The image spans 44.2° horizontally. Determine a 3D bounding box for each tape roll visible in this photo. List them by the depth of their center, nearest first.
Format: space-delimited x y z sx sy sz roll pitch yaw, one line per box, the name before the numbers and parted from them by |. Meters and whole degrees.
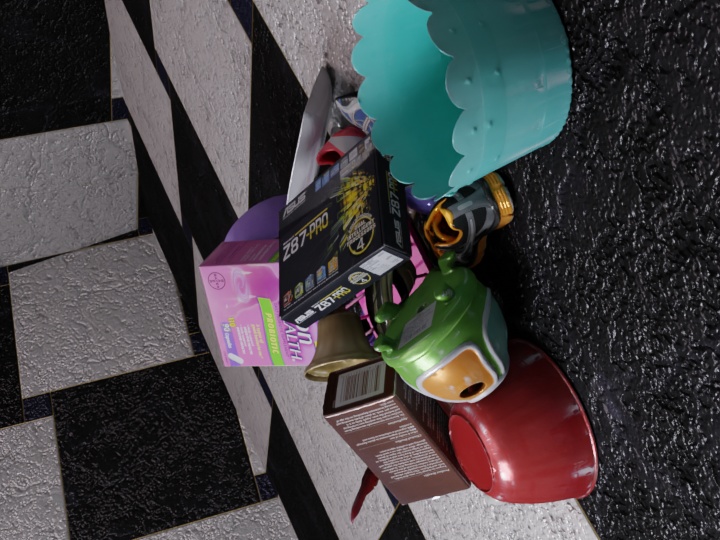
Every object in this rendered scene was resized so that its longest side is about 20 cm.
tape roll | -0.130 -0.026 1.512 0.085 0.198 0.201 56 157 36

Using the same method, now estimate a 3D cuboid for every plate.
plate | -0.073 -0.171 1.288 0.200 0.032 0.202 -80 3 -59

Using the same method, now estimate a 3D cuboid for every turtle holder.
turtle holder | 0.096 0.070 1.004 0.132 0.141 0.186 44 180 -13

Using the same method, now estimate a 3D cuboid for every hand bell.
hand bell | -0.030 0.030 1.118 0.104 0.103 0.202 118 147 -66

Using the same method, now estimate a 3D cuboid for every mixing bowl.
mixing bowl | 0.172 0.192 1.038 0.201 0.107 0.201 56 157 38

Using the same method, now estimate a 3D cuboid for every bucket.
bucket | 0.092 -0.182 0.832 0.208 0.134 0.209 53 155 40

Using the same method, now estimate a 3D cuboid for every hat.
hat | 0.005 0.290 1.493 0.200 0.175 0.167 -5 105 71

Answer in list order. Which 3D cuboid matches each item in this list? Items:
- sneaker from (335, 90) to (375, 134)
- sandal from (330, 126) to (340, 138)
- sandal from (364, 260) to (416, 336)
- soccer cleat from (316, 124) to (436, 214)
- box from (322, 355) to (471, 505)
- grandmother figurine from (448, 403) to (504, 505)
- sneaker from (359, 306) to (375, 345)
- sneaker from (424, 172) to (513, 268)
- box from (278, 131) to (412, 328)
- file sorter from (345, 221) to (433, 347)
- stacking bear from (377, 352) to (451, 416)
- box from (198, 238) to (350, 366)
sneaker | 0.024 -0.189 1.106 0.200 0.075 0.078 -144 36 -66
sandal | -0.015 -0.151 1.308 0.203 0.049 0.083 84 175 -70
sandal | 0.041 -0.005 1.080 0.080 0.057 0.203 -164 75 -75
soccer cleat | 0.025 -0.118 1.135 0.200 0.076 0.067 42 162 34
box | 0.049 0.195 1.075 0.201 0.099 0.075 55 -153 -33
grandmother figurine | 0.152 0.220 1.202 0.122 0.060 0.201 93 154 -67
sneaker | 0.019 0.096 1.405 0.081 0.083 0.201 59 159 30
sneaker | 0.106 -0.049 1.022 0.079 0.077 0.200 63 161 16
box | -0.024 -0.045 1.053 0.199 0.049 0.163 -34 46 41
file sorter | 0.000 0.000 1.214 0.139 0.125 0.201 -37 71 39
stacking bear | 0.026 0.170 1.246 0.114 0.122 0.200 42 -178 -24
box | -0.126 0.050 1.376 0.097 0.198 0.178 -60 -36 -61
